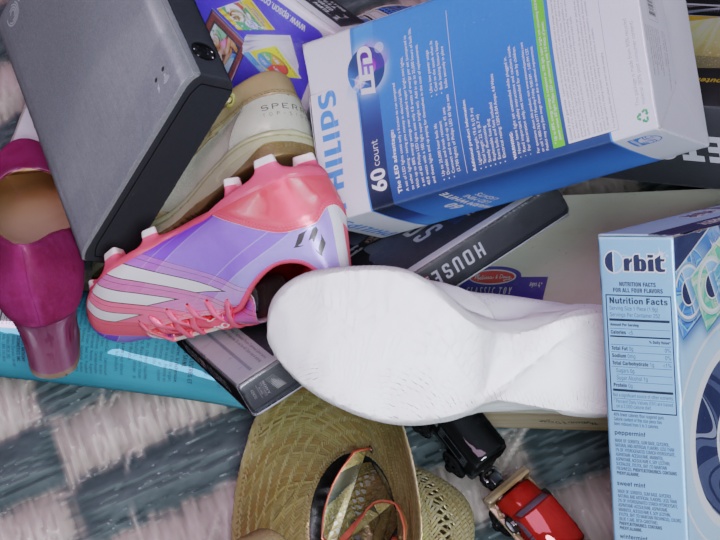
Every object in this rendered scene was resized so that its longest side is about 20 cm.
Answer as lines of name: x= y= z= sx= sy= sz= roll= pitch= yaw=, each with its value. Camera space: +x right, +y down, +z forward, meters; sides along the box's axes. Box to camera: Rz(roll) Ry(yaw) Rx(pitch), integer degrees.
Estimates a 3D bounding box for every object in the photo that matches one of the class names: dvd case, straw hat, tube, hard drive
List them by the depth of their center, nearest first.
straw hat: x=0.013 y=0.142 z=1.104 sx=0.085 sy=0.201 sz=0.202 roll=7 pitch=59 yaw=-30
dvd case: x=0.000 y=0.000 z=1.137 sx=0.200 sy=0.025 sz=0.150 roll=-33 pitch=20 yaw=-11
hard drive: x=-0.143 y=-0.123 z=1.173 sx=0.140 sy=0.033 sz=0.200 roll=-55 pitch=43 yaw=32
tube: x=-0.129 y=0.041 z=1.212 sx=0.199 sy=0.050 sz=0.078 roll=4 pitch=77 yaw=11

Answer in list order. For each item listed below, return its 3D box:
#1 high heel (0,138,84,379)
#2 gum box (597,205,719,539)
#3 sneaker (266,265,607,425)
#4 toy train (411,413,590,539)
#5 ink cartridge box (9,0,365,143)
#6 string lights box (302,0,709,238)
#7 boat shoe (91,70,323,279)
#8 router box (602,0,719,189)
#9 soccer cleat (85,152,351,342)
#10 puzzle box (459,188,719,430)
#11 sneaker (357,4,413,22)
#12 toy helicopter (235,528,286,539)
high heel: x=-0.187 y=-0.037 z=1.196 sx=0.067 sy=0.096 sz=0.200 roll=-13 pitch=43 yaw=-10
gum box: x=0.180 y=0.071 z=1.010 sx=0.044 sy=0.170 sz=0.201 roll=2 pitch=100 yaw=39
sneaker: x=0.050 y=0.039 z=1.047 sx=0.199 sy=0.088 sz=0.076 roll=8 pitch=94 yaw=-5
toy train: x=0.096 y=0.135 z=1.091 sx=0.034 sy=0.046 sz=0.200 roll=-35 pitch=77 yaw=-19
ink cartridge box: x=-0.107 y=-0.109 z=1.239 sx=0.198 sy=0.043 sz=0.200 roll=39 pitch=120 yaw=25
string lights box: x=0.069 y=-0.090 z=1.063 sx=0.200 sy=0.059 sz=0.103 roll=-15 pitch=75 yaw=33
boat shoe: x=-0.088 y=-0.046 z=1.174 sx=0.200 sy=0.074 sz=0.067 roll=-32 pitch=58 yaw=44
router box: x=0.190 y=-0.107 z=1.108 sx=0.199 sy=0.052 sz=0.157 roll=8 pitch=38 yaw=35
soccer cleat: x=-0.079 y=0.007 z=1.105 sx=0.200 sy=0.067 sz=0.077 roll=-32 pitch=71 yaw=41
puzzle box: x=0.120 y=0.021 z=1.132 sx=0.199 sy=0.025 sz=0.133 roll=-1 pitch=64 yaw=37
sneaker: x=0.038 y=-0.119 z=1.225 sx=0.199 sy=0.076 sz=0.077 roll=10 pitch=68 yaw=19
toy helicopter: x=-0.057 y=0.216 z=1.051 sx=0.079 sy=0.201 sz=0.132 roll=-17 pitch=32 yaw=-38
